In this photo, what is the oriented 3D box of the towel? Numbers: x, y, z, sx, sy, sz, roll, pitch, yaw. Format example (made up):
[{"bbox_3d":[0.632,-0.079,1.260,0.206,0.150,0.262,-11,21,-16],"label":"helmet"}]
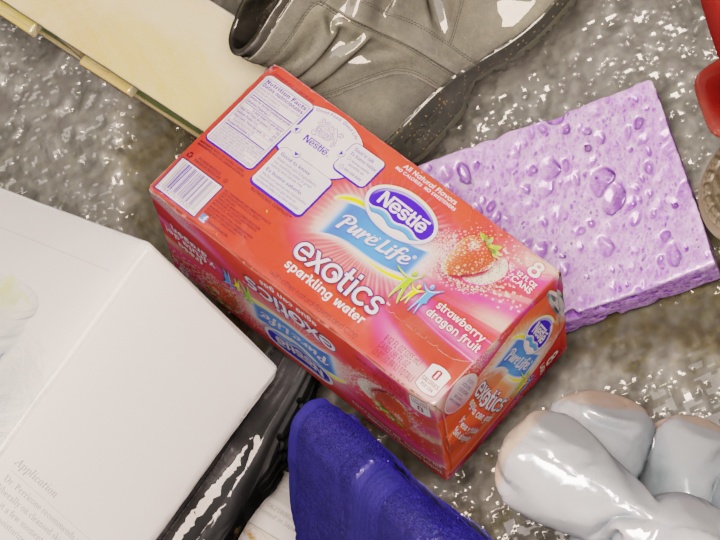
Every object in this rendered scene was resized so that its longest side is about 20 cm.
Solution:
[{"bbox_3d":[0.025,0.167,1.430,0.200,0.050,0.148,41,134,51],"label":"towel"}]

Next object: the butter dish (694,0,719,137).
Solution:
[{"bbox_3d":[0.234,-0.173,1.433,0.200,0.199,0.148,-27,101,9],"label":"butter dish"}]

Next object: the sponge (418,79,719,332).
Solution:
[{"bbox_3d":[0.081,-0.016,1.542,0.200,0.030,0.112,-20,70,11],"label":"sponge"}]

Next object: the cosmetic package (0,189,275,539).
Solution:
[{"bbox_3d":[-0.189,0.073,1.490,0.199,0.123,0.200,19,67,47],"label":"cosmetic package"}]

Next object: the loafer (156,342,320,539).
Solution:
[{"bbox_3d":[-0.083,0.107,1.522,0.070,0.068,0.201,26,70,12],"label":"loafer"}]

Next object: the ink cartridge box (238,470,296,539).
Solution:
[{"bbox_3d":[-0.131,0.174,1.557,0.163,0.057,0.200,28,63,22],"label":"ink cartridge box"}]

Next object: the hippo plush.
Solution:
[{"bbox_3d":[0.140,0.171,1.433,0.200,0.159,0.161,40,119,36],"label":"hippo plush"}]

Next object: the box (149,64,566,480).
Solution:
[{"bbox_3d":[0.000,0.000,1.486,0.200,0.095,0.100,37,72,22],"label":"box"}]

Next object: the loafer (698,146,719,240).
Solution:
[{"bbox_3d":[0.268,-0.062,1.476,0.200,0.068,0.076,-26,52,20],"label":"loafer"}]

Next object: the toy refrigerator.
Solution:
[{"bbox_3d":[-0.127,-0.133,1.616,0.200,0.076,0.070,34,87,22],"label":"toy refrigerator"}]

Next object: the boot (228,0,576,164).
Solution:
[{"bbox_3d":[0.033,-0.158,1.535,0.200,0.131,0.068,-48,30,-3],"label":"boot"}]
